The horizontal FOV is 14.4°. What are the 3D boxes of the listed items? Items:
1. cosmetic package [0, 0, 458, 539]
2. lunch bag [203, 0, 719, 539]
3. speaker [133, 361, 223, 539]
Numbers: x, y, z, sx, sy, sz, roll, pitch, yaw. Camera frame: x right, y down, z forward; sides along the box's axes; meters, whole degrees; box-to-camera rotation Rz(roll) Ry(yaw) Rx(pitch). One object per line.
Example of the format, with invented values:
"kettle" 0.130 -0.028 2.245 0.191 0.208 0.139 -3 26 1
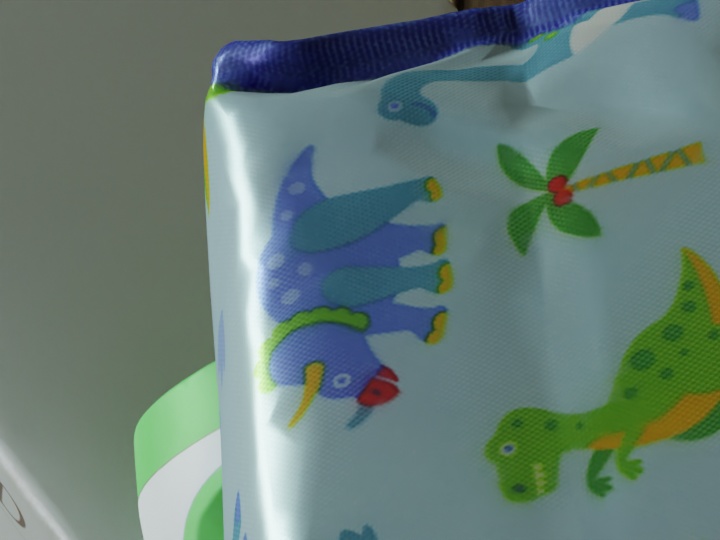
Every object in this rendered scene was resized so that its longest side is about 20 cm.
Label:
"cosmetic package" -0.051 0.014 0.784 0.167 0.166 0.200 52 160 14
"lunch bag" 0.047 0.073 0.483 0.200 0.127 0.170 63 -162 -52
"speaker" 0.020 0.112 0.600 0.088 0.088 0.200 109 141 -67
